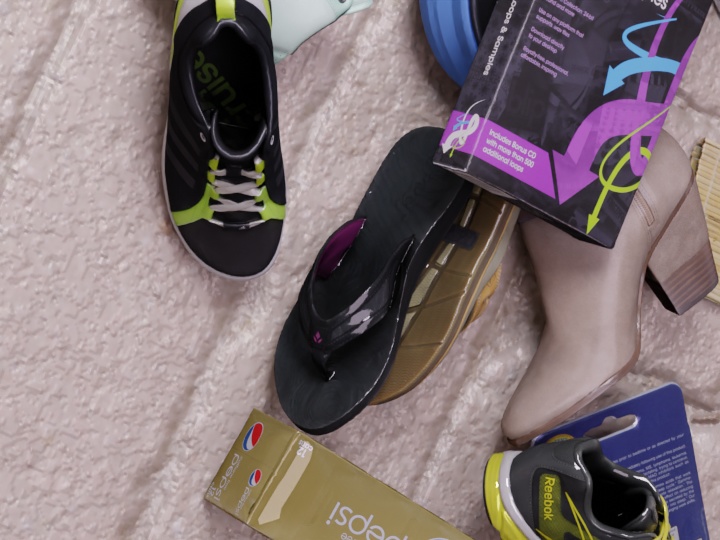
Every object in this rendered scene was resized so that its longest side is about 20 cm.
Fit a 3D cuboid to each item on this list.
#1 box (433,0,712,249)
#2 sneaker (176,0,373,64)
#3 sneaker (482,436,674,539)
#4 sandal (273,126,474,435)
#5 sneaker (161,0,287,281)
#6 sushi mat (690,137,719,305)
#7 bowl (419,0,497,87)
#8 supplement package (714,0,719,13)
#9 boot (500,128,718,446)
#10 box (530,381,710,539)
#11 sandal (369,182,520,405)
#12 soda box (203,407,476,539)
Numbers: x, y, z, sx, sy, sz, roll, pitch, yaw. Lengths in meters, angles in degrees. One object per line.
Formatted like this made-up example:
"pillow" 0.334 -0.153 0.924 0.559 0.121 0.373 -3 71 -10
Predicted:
"box" 0.134 -0.129 1.473 0.143 0.036 0.201 24 86 -42
"sneaker" -0.022 -0.214 1.432 0.118 0.074 0.201 40 89 -20
"sneaker" 0.163 0.174 1.538 0.200 0.084 0.075 38 47 -26
"sandal" -0.001 -0.001 1.478 0.202 0.075 0.048 -65 147 -13
"sneaker" -0.079 -0.072 1.396 0.071 0.083 0.201 -5 121 -2
"sushi mat" 0.284 -0.008 1.660 0.199 0.012 0.096 23 85 -29
"bowl" 0.125 -0.189 1.504 0.200 0.039 0.202 -17 119 -32
"supplement package" 0.317 -0.251 1.560 0.200 0.152 0.151 -37 112 -17
"boot" 0.131 -0.008 1.557 0.200 0.070 0.147 -40 107 -18
"box" 0.170 0.180 1.620 0.120 0.032 0.202 -18 107 -24
"sandal" 0.052 -0.001 1.514 0.201 0.080 0.054 -59 145 -8
"soda box" 0.007 0.162 1.512 0.199 0.068 0.064 33 83 -28
